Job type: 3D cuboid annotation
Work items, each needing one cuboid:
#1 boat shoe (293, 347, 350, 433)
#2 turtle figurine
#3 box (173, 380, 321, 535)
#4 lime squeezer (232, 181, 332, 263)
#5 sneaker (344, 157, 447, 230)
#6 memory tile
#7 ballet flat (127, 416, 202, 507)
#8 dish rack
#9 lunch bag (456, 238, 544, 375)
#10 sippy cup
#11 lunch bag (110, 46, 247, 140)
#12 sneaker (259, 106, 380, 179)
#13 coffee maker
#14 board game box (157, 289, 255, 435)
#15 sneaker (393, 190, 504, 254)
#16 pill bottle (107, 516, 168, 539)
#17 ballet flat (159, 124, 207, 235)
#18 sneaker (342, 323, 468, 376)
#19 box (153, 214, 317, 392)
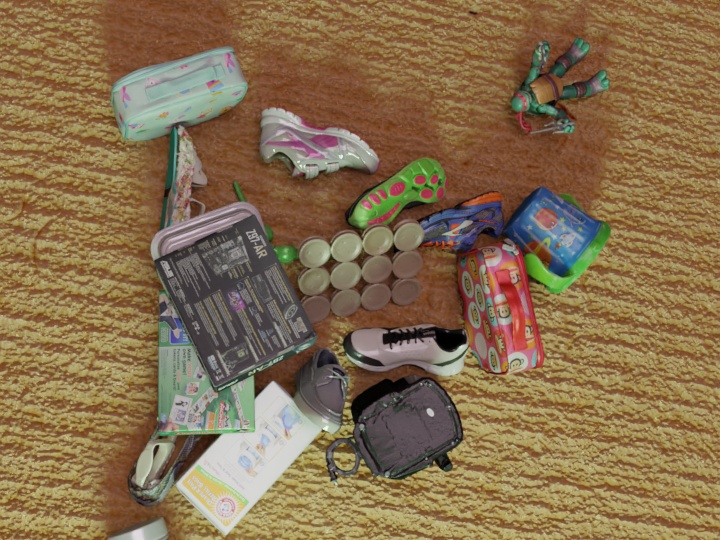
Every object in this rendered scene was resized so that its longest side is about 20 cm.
[{"bbox_3d":[-0.052,0.163,1.515,0.070,0.201,0.072,31,100,-16],"label":"boat shoe"},{"bbox_3d":[0.309,-0.299,1.721,0.199,0.100,0.151,-31,104,-30],"label":"turtle figurine"},{"bbox_3d":[-0.164,0.268,1.520,0.101,0.112,0.200,44,74,-1],"label":"box"},{"bbox_3d":[-0.126,-0.056,1.617,0.199,0.038,0.071,34,76,-5],"label":"lime squeezer"},{"bbox_3d":[0.055,-0.121,1.648,0.199,0.083,0.077,-26,103,-33],"label":"sneaker"},{"bbox_3d":[0.000,0.000,1.603,0.198,0.017,0.154,-10,125,-14],"label":"memory tile"},{"bbox_3d":[-0.272,0.241,1.517,0.072,0.072,0.202,28,78,-7],"label":"ballet flat"},{"bbox_3d":[-0.200,0.016,1.555,0.170,0.043,0.202,-21,107,-16],"label":"dish rack"},{"bbox_3d":[0.212,0.058,1.604,0.081,0.176,0.202,-12,88,-11],"label":"lunch bag"},{"bbox_3d":[0.300,-0.056,1.664,0.130,0.178,0.140,40,97,-2],"label":"sippy cup"},{"bbox_3d":[-0.264,-0.262,1.552,0.198,0.160,0.078,-22,87,-14],"label":"lunch bag"},{"bbox_3d":[-0.069,-0.177,1.631,0.198,0.081,0.089,17,79,-1],"label":"sneaker"},{"bbox_3d":[0.038,0.222,1.526,0.190,0.200,0.136,-5,87,-4],"label":"coffee maker"},{"bbox_3d":[-0.215,0.126,1.479,0.133,0.029,0.202,0,72,-7],"label":"board game box"},{"bbox_3d":[0.145,-0.060,1.663,0.198,0.075,0.079,-22,90,-13],"label":"sneaker"},{"bbox_3d":[-0.282,0.452,1.468,0.110,0.111,0.202,-18,85,-15],"label":"pill bottle"},{"bbox_3d":[-0.262,-0.113,1.582,0.063,0.076,0.202,7,89,-21],"label":"ballet flat"},{"bbox_3d":[0.072,0.108,1.608,0.198,0.080,0.074,4,53,-15],"label":"sneaker"},{"bbox_3d":[-0.174,0.044,1.472,0.159,0.044,0.201,-26,77,-14],"label":"box"}]
